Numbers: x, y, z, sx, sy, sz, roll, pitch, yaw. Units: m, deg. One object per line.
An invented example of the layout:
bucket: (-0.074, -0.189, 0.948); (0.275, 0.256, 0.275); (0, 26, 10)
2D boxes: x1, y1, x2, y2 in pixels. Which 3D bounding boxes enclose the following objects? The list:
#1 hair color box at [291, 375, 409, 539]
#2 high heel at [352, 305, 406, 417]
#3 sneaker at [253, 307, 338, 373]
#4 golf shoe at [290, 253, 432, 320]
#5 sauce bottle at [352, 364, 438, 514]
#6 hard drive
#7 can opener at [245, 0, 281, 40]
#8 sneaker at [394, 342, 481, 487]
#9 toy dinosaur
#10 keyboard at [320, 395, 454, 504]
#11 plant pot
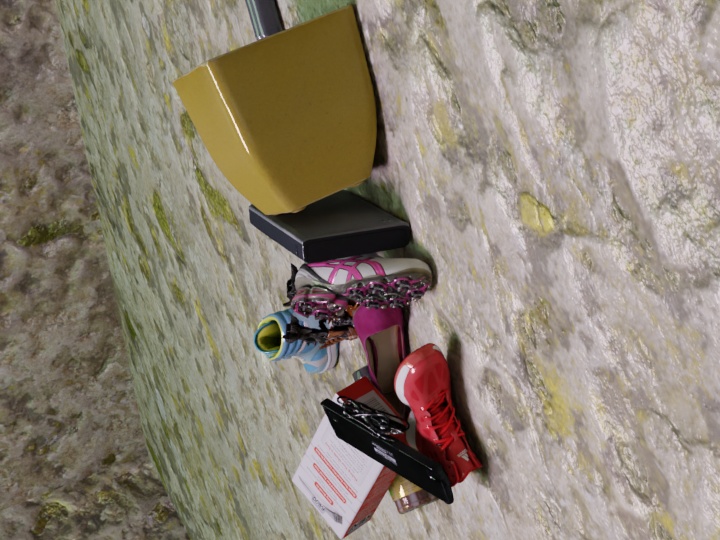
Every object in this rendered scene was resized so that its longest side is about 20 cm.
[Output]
hair color box: (-0.009, 0.248, 1.871); (0.111, 0.064, 0.201); (47, 136, 20)
high heel: (0.034, 0.110, 1.810); (0.201, 0.067, 0.097); (95, 156, -57)
sneaker: (-0.100, 0.106, 2.107); (0.080, 0.129, 0.201); (60, 159, 27)
golf shoe: (0.000, 0.000, 1.719); (0.198, 0.072, 0.093); (-8, 61, 34)
sauce bottle: (0.044, 0.223, 1.910); (0.065, 0.064, 0.202); (128, 123, -69)
hard drive: (-0.042, -0.057, 1.760); (0.200, 0.138, 0.033); (-148, 51, -62)
can opener: (-0.136, -0.324, 1.908); (0.053, 0.066, 0.203); (-171, 69, -71)
sneaker: (0.105, 0.180, 1.701); (0.116, 0.078, 0.201); (46, 162, 35)
toy dinosaur: (-0.031, 0.060, 1.856); (0.103, 0.134, 0.201); (-98, 18, -47)
keyboard: (0.037, 0.205, 1.734); (0.199, 0.040, 0.105); (26, 151, 35)
plant pot: (-0.086, -0.179, 1.709); (0.202, 0.193, 0.195); (68, 162, -7)
